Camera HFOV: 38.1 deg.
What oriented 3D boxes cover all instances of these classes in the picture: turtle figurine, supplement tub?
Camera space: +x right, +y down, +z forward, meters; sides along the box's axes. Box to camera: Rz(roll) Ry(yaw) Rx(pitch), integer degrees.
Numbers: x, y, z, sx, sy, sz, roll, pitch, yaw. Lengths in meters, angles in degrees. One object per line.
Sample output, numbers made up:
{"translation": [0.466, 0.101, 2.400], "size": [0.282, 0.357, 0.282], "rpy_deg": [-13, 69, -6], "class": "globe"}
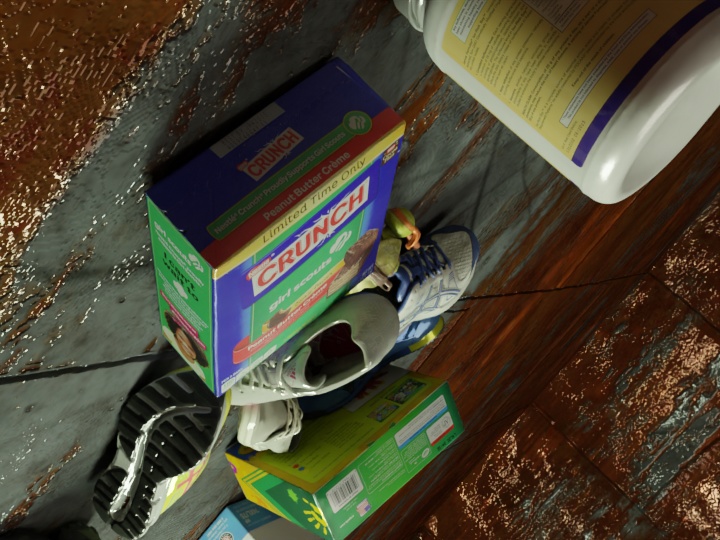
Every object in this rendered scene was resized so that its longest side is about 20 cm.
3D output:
{"translation": [0.000, 0.000, 0.934], "size": [0.161, 0.064, 0.200], "rpy_deg": [-46, 162, 1], "class": "turtle figurine"}
{"translation": [0.132, -0.157, 0.671], "size": [0.145, 0.200, 0.146], "rpy_deg": [-40, 162, -16], "class": "supplement tub"}

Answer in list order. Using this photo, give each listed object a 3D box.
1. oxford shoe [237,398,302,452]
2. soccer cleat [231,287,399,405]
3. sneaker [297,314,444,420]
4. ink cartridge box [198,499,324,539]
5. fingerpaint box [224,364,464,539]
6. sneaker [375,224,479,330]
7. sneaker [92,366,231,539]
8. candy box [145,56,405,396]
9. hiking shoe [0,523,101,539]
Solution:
{"translation": [-0.086, 0.140, 1.012], "size": [0.200, 0.057, 0.076], "rpy_deg": [86, 13, -73], "class": "oxford shoe"}
{"translation": [-0.061, 0.072, 0.846], "size": [0.199, 0.070, 0.086], "rpy_deg": [-24, -163, 28], "class": "soccer cleat"}
{"translation": [-0.005, 0.080, 1.128], "size": [0.200, 0.066, 0.079], "rpy_deg": [-36, 126, -2], "class": "sneaker"}
{"translation": [-0.115, 0.413, 1.343], "size": [0.147, 0.200, 0.146], "rpy_deg": [-51, 162, 13], "class": "ink cartridge box"}
{"translation": [-0.017, 0.186, 1.130], "size": [0.200, 0.167, 0.074], "rpy_deg": [-36, 118, -31], "class": "fingerpaint box"}
{"translation": [0.053, 0.015, 1.058], "size": [0.200, 0.075, 0.088], "rpy_deg": [-40, 167, -21], "class": "sneaker"}
{"translation": [-0.158, 0.141, 0.887], "size": [0.200, 0.078, 0.090], "rpy_deg": [-52, 170, 34], "class": "sneaker"}
{"translation": [-0.060, -0.024, 0.729], "size": [0.169, 0.077, 0.200], "rpy_deg": [-39, 161, -24], "class": "candy box"}
{"translation": [-0.262, 0.274, 0.875], "size": [0.076, 0.101, 0.200], "rpy_deg": [-51, 162, 13], "class": "hiking shoe"}
